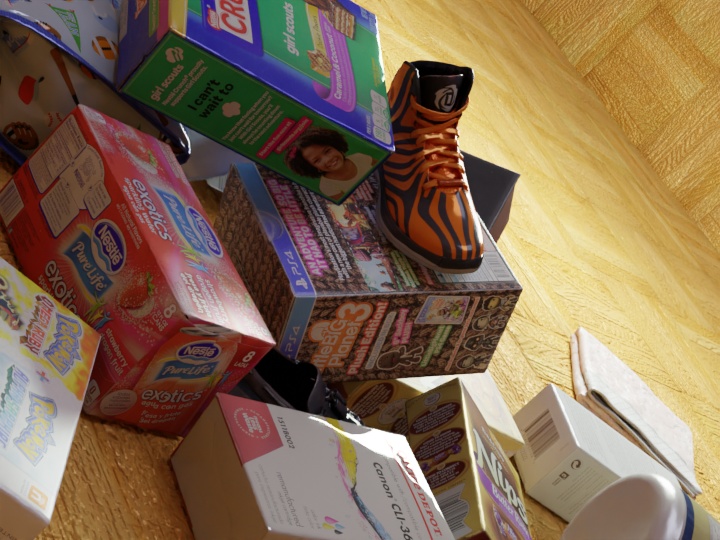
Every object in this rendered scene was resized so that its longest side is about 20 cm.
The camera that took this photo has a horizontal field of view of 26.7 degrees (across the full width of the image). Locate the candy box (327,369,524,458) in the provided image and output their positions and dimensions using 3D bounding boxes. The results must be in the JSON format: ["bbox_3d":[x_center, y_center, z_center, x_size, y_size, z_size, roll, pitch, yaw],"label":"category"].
[{"bbox_3d":[0.045,0.095,1.311,0.200,0.055,0.116,29,25,-40],"label":"candy box"}]

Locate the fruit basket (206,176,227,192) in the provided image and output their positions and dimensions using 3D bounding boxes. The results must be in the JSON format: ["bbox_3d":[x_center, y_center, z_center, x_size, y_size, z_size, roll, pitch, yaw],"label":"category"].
[{"bbox_3d":[-0.054,-0.104,1.405,0.199,0.094,0.186,30,46,-31],"label":"fruit basket"}]

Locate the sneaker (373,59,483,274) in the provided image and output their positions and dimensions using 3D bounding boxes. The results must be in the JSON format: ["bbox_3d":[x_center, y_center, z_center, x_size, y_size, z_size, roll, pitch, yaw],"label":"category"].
[{"bbox_3d":[0.054,-0.094,1.179,0.077,0.112,0.200,0,41,-24],"label":"sneaker"}]

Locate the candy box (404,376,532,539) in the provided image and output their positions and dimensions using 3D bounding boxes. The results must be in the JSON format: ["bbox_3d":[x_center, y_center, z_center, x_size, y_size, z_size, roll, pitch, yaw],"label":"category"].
[{"bbox_3d":[0.088,0.186,1.167,0.117,0.056,0.200,58,12,-26],"label":"candy box"}]

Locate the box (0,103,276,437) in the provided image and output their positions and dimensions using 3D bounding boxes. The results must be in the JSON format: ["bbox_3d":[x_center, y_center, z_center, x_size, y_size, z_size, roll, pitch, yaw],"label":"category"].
[{"bbox_3d":[-0.153,0.000,1.009,0.095,0.100,0.200,22,30,-50],"label":"box"}]

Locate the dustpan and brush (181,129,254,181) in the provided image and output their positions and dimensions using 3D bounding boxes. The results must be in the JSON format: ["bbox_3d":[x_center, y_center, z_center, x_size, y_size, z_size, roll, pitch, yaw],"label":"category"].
[{"bbox_3d":[-0.085,-0.112,1.251,0.057,0.199,0.140,67,30,-25],"label":"dustpan and brush"}]

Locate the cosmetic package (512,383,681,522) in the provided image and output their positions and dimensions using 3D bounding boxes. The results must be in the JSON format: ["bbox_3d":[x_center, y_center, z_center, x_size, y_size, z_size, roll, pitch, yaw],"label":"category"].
[{"bbox_3d":[0.237,0.207,1.474,0.200,0.071,0.102,36,21,-28],"label":"cosmetic package"}]

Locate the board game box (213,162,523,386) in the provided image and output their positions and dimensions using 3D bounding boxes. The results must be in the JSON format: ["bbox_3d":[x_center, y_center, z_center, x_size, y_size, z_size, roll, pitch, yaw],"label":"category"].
[{"bbox_3d":[0.000,0.000,1.212,0.199,0.097,0.160,-1,42,-26],"label":"board game box"}]

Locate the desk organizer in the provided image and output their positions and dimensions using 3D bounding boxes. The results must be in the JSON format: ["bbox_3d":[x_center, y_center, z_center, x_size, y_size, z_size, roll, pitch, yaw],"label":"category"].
[{"bbox_3d":[0.083,-0.014,1.483,0.071,0.077,0.200,23,58,13],"label":"desk organizer"}]

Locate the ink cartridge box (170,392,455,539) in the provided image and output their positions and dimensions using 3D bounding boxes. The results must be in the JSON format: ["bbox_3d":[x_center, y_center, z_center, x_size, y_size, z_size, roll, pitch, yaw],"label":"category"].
[{"bbox_3d":[-0.013,0.158,0.986,0.199,0.068,0.117,17,32,-37],"label":"ink cartridge box"}]

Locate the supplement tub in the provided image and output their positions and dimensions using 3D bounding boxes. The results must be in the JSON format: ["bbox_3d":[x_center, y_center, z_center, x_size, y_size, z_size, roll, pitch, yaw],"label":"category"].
[{"bbox_3d":[0.273,0.282,1.283,0.200,0.144,0.145,41,19,-17],"label":"supplement tub"}]

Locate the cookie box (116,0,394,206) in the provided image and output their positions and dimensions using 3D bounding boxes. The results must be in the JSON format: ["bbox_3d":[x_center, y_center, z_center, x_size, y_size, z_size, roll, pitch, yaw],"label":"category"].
[{"bbox_3d":[-0.079,-0.165,1.141,0.199,0.075,0.172,25,38,-29],"label":"cookie box"}]

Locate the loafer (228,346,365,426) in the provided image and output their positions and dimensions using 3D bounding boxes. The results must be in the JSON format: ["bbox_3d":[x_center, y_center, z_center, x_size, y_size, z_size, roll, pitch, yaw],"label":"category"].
[{"bbox_3d":[-0.055,0.088,1.095,0.200,0.063,0.072,30,25,-40],"label":"loafer"}]

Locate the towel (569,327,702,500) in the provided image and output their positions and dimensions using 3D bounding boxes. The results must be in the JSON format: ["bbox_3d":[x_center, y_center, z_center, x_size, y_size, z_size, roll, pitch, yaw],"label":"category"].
[{"bbox_3d":[0.330,0.171,1.816,0.200,0.032,0.191,44,18,-10],"label":"towel"}]

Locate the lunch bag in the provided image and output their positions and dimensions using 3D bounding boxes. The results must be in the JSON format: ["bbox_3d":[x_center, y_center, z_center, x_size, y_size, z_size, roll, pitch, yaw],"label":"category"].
[{"bbox_3d":[-0.233,-0.158,1.132,0.200,0.124,0.170,43,19,-33],"label":"lunch bag"}]

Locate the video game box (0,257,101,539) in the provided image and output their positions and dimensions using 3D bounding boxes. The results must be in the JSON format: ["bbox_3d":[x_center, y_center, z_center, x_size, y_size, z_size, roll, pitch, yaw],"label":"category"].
[{"bbox_3d":[-0.235,0.042,0.829,0.182,0.047,0.200,42,19,-20],"label":"video game box"}]
